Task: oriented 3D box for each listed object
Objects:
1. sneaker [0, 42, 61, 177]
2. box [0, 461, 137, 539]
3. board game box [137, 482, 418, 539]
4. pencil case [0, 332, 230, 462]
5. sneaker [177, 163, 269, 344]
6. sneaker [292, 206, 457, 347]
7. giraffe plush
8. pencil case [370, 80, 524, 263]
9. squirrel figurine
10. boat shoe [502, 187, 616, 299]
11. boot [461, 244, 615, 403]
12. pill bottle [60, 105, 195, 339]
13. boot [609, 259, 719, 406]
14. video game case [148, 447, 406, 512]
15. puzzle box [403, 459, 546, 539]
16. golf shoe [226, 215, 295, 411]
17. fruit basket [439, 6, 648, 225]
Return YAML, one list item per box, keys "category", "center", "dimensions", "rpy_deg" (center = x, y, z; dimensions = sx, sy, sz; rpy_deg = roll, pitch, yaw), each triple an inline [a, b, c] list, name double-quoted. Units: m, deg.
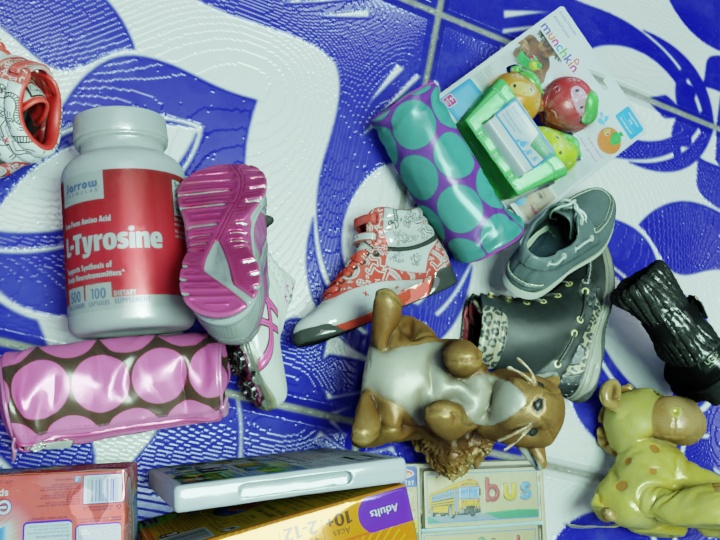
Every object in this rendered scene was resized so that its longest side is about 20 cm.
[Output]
- category: "sneaker"
  center: [-0.327, -0.185, 0.682]
  dimensions: [0.108, 0.067, 0.202]
  rpy_deg: [-12, 86, 19]
- category: "box"
  center: [-0.287, 0.214, 0.621]
  dimensions: [0.199, 0.095, 0.103]
  rpy_deg: [-1, 80, -11]
- category: "board game box"
  center: [-0.066, 0.297, 0.647]
  dimensions: [0.199, 0.200, 0.200]
  rpy_deg: [-10, 83, -22]
- category: "pencil case"
  center: [-0.215, 0.110, 0.690]
  dimensions: [0.199, 0.091, 0.094]
  rpy_deg: [-7, 47, -20]
- category: "sneaker"
  center: [-0.122, -0.016, 0.686]
  dimensions: [0.081, 0.088, 0.200]
  rpy_deg: [0, 48, -2]
- category: "sneaker"
  center: [0.000, 0.000, 0.803]
  dimensions: [0.201, 0.067, 0.108]
  rpy_deg: [-22, 87, -26]
- category: "giraffe plush"
  center: [0.332, 0.207, 0.859]
  dimensions: [0.199, 0.173, 0.163]
  rpy_deg: [-2, 66, 14]
- category: "pencil case"
  center: [0.097, -0.107, 0.846]
  dimensions: [0.092, 0.085, 0.200]
  rpy_deg: [-33, 93, -27]
- category: "squirrel figurine"
  center: [0.095, 0.125, 0.735]
  dimensions: [0.186, 0.200, 0.142]
  rpy_deg: [8, 67, 6]
- category: "boat shoe"
  center: [0.232, -0.044, 0.851]
  dimensions: [0.073, 0.062, 0.200]
  rpy_deg: [36, 55, 24]
- category: "boot"
  center: [0.201, 0.035, 0.869]
  dimensions: [0.153, 0.073, 0.204]
  rpy_deg: [15, 72, -13]
- category: "pill bottle"
  center: [-0.215, -0.042, 0.704]
  dimensions: [0.112, 0.112, 0.201]
  rpy_deg: [-3, 81, -21]
- category: "boot"
  center: [0.354, 0.068, 0.871]
  dimensions: [0.079, 0.211, 0.158]
  rpy_deg: [-43, 78, 1]
- category: "video game case"
  center: [-0.081, 0.178, 0.664]
  dimensions: [0.182, 0.200, 0.022]
  rpy_deg: [-2, 81, -21]
- category: "puzzle box"
  center: [0.107, 0.270, 0.812]
  dimensions: [0.199, 0.025, 0.133]
  rpy_deg: [3, 78, -20]
- category: "golf shoe"
  center: [-0.099, 0.036, 0.755]
  dimensions: [0.092, 0.073, 0.201]
  rpy_deg: [-14, 85, -24]
- category: "fruit basket"
  center: [0.216, -0.182, 0.890]
  dimensions: [0.200, 0.094, 0.185]
  rpy_deg: [-36, 94, -4]
